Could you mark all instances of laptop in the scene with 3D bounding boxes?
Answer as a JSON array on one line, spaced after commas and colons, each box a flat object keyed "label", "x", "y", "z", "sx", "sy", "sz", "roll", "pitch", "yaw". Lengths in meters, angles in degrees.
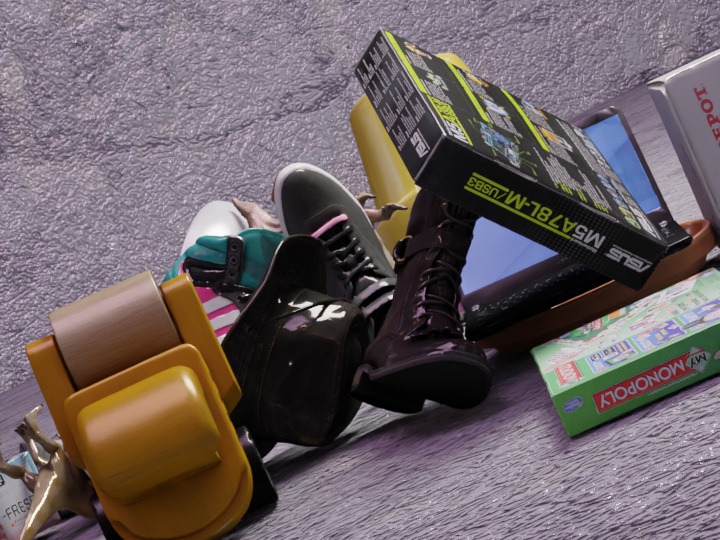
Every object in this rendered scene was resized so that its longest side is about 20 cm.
[{"label": "laptop", "x": 0.140, "y": -0.039, "z": 1.616, "sx": 0.177, "sy": 0.104, "sz": 0.200, "roll": -25, "pitch": 5, "yaw": 6}]

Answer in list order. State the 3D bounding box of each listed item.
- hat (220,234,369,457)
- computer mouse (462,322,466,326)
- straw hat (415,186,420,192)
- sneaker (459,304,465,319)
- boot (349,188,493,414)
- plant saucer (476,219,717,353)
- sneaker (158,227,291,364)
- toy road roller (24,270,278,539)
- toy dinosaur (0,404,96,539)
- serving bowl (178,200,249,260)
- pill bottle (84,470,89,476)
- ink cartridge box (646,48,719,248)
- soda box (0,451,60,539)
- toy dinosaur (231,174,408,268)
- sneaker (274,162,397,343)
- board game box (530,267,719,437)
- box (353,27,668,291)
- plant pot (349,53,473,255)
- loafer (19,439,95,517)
[{"label": "hat", "x": -0.039, "y": 0.077, "z": 1.587, "sx": 0.081, "sy": 0.201, "sz": 0.201, "roll": 19, "pitch": 21, "yaw": 17}, {"label": "computer mouse", "x": 0.079, "y": 0.036, "z": 1.720, "sx": 0.200, "sy": 0.034, "sz": 0.059, "roll": -26, "pitch": -36, "yaw": -29}, {"label": "straw hat", "x": 0.145, "y": -0.039, "z": 1.998, "sx": 0.200, "sy": 0.085, "sz": 0.201, "roll": 4, "pitch": 28, "yaw": -2}, {"label": "sneaker", "x": 0.026, "y": 0.034, "z": 1.968, "sx": 0.200, "sy": 0.081, "sz": 0.088, "roll": -19, "pitch": -1, "yaw": -2}, {"label": "boot", "x": 0.054, "y": 0.008, "z": 1.522, "sx": 0.069, "sy": 0.175, "sz": 0.200, "roll": 21, "pitch": -14, "yaw": -18}, {"label": "plant saucer", "x": 0.178, "y": 0.016, "z": 1.635, "sx": 0.200, "sy": 0.032, "sz": 0.200, "roll": -25, "pitch": 4, "yaw": 2}, {"label": "sneaker", "x": -0.083, "y": 0.029, "z": 1.805, "sx": 0.200, "sy": 0.121, "sz": 0.084, "roll": 28, "pitch": 4, "yaw": 31}, {"label": "toy road roller", "x": -0.142, "y": 0.091, "z": 1.427, "sx": 0.123, "sy": 0.200, "sz": 0.146, "roll": -24, "pitch": -17, "yaw": -4}, {"label": "toy dinosaur", "x": -0.247, "y": 0.165, "z": 1.727, "sx": 0.058, "sy": 0.101, "sz": 0.200, "roll": -41, "pitch": 1, "yaw": 17}, {"label": "serving bowl", "x": -0.103, "y": 0.037, "z": 1.960, "sx": 0.066, "sy": 0.201, "sz": 0.200, "roll": 2, "pitch": 13, "yaw": 17}, {"label": "pill bottle", "x": -0.175, "y": 0.120, "z": 1.764, "sx": 0.114, "sy": 0.114, "sz": 0.200, "roll": -24, "pitch": 5, "yaw": 2}, {"label": "ink cartridge box", "x": 0.336, "y": -0.118, "z": 1.626, "sx": 0.200, "sy": 0.145, "sz": 0.083, "roll": -24, "pitch": 4, "yaw": -1}, {"label": "soda box", "x": -0.347, "y": 0.216, "z": 1.821, "sx": 0.200, "sy": 0.069, "sz": 0.064, "roll": -22, "pitch": 5, "yaw": 38}, {"label": "toy dinosaur", "x": -0.031, "y": -0.007, "z": 1.889, "sx": 0.199, "sy": 0.136, "sz": 0.086, "roll": 15, "pitch": 4, "yaw": 7}, {"label": "sneaker", "x": 0.000, "y": 0.000, "z": 1.782, "sx": 0.071, "sy": 0.200, "sz": 0.099, "roll": -32, "pitch": 17, "yaw": -9}, {"label": "board game box", "x": 0.176, "y": 0.047, "z": 1.324, "sx": 0.134, "sy": 0.029, "sz": 0.200, "roll": -25, "pitch": 5, "yaw": 4}, {"label": "box", "x": 0.103, "y": -0.081, "z": 1.521, "sx": 0.048, "sy": 0.193, "sz": 0.200, "roll": -60, "pitch": 25, "yaw": 19}, {"label": "plant pot", "x": 0.088, "y": -0.106, "z": 2.163, "sx": 0.200, "sy": 0.189, "sz": 0.201, "roll": -26, "pitch": -13, "yaw": -7}, {"label": "loafer", "x": -0.221, "y": 0.150, "z": 1.902, "sx": 0.073, "sy": 0.072, "sz": 0.200, "roll": -22, "pitch": 4, "yaw": 35}]
